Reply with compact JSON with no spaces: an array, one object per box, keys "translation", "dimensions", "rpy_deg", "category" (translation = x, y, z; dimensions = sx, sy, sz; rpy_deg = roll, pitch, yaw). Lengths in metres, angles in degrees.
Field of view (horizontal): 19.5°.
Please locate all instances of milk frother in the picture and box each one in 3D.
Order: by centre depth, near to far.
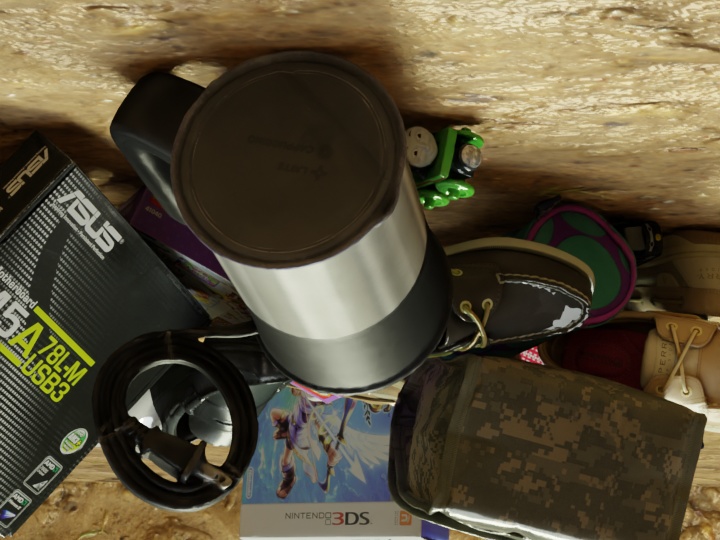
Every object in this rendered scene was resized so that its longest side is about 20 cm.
[{"translation":[-0.059,0.014,1.082],"dimensions":[0.179,0.202,0.188],"rpy_deg":[9,160,15],"category":"milk frother"}]

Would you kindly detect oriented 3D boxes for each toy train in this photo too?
[{"translation":[0.005,-0.052,1.218],"dimensions":[0.056,0.042,0.200],"rpy_deg":[19,164,-23],"category":"toy train"},{"translation":[0.158,-0.006,1.455],"dimensions":[0.045,0.034,0.200],"rpy_deg":[-6,172,-19],"category":"toy train"}]

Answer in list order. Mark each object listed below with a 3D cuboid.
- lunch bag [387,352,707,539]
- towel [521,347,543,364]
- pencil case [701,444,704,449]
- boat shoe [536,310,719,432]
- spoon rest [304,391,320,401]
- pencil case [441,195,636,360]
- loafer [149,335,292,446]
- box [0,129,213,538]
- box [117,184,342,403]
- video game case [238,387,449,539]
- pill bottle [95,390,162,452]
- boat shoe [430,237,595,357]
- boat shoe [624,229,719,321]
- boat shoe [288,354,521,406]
[{"translation":[0.111,0.122,1.367],"dimensions":[0.163,0.119,0.200],"rpy_deg":[15,176,-8],"category":"lunch bag"},{"translation":[0.143,0.092,1.560],"dimensions":[0.144,0.023,0.200],"rpy_deg":[29,150,9],"category":"towel"},{"translation":[0.177,0.070,1.610],"dimensions":[0.199,0.092,0.093],"rpy_deg":[17,-162,29],"category":"pencil case"},{"translation":[0.204,0.064,1.388],"dimensions":[0.199,0.074,0.069],"rpy_deg":[1,167,39],"category":"boat shoe"},{"translation":[0.008,0.036,1.598],"dimensions":[0.060,0.100,0.200],"rpy_deg":[29,145,-20],"category":"spoon rest"},{"translation":[0.094,0.018,1.399],"dimensions":[0.092,0.086,0.200],"rpy_deg":[-17,174,-31],"category":"pencil case"},{"translation":[-0.083,0.078,1.358],"dimensions":[0.068,0.071,0.200],"rpy_deg":[-4,173,-26],"category":"loafer"},{"translation":[-0.203,0.044,1.260],"dimensions":[0.047,0.193,0.200],"rpy_deg":[40,171,36],"category":"box"},{"translation":[-0.076,0.016,1.382],"dimensions":[0.199,0.039,0.137],"rpy_deg":[30,160,-13],"category":"box"},{"translation":[-0.010,0.119,1.690],"dimensions":[0.180,0.202,0.045],"rpy_deg":[-5,165,34],"category":"video game case"},{"translation":[-0.202,0.055,1.469],"dimensions":[0.199,0.112,0.111],"rpy_deg":[31,158,-22],"category":"pill bottle"},{"translation":[0.045,0.023,1.258],"dimensions":[0.199,0.061,0.072],"rpy_deg":[1,129,-6],"category":"boat shoe"},{"translation":[0.216,0.020,1.483],"dimensions":[0.071,0.066,0.200],"rpy_deg":[5,169,-12],"category":"boat shoe"},{"translation":[0.019,0.062,1.523],"dimensions":[0.198,0.072,0.065],"rpy_deg":[10,152,8],"category":"boat shoe"}]
